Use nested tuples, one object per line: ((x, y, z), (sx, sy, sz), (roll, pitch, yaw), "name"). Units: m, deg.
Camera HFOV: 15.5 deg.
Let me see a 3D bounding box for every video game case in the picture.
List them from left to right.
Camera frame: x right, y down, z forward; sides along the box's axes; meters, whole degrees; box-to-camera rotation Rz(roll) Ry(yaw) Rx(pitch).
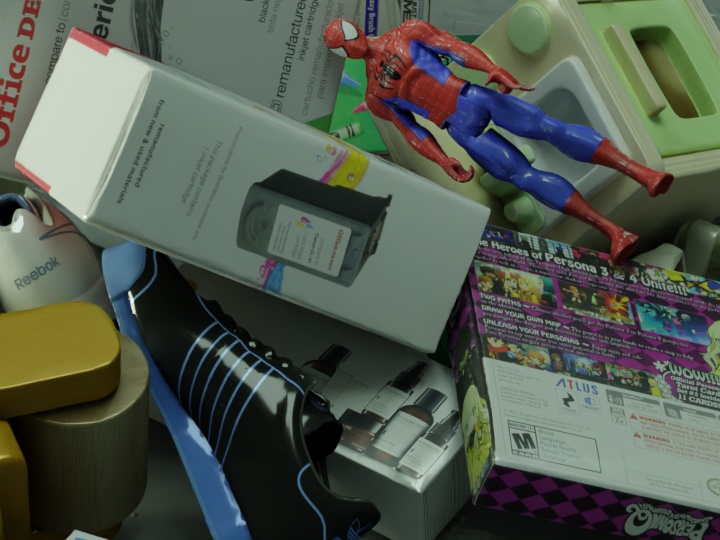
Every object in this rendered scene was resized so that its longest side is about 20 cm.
((0.141, 0.063, 1.333), (0.199, 0.036, 0.182), (13, 39, -17), "video game case")

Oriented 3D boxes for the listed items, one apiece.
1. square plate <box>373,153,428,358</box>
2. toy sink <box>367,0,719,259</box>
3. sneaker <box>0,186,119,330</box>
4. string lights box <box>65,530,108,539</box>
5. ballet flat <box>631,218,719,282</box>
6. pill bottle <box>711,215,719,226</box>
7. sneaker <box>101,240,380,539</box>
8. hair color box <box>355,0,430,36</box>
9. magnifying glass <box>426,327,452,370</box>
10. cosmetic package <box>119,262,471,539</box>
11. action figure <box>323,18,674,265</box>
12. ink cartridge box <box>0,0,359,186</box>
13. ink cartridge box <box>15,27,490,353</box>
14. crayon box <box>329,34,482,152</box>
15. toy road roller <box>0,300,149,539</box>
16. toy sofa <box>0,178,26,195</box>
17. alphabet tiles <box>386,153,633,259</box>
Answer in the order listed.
((0.000, 0.000, 1.499), (0.197, 0.029, 0.200), (-1, 37, 0), "square plate")
((0.125, -0.082, 1.477), (0.199, 0.112, 0.131), (-10, 66, -47), "toy sink")
((-0.168, -0.007, 1.412), (0.074, 0.087, 0.200), (-30, 10, -8), "sneaker")
((-0.130, 0.198, 1.138), (0.102, 0.059, 0.200), (14, 32, 21), "string lights box")
((0.181, 0.010, 1.483), (0.071, 0.072, 0.200), (22, 35, 30), "ballet flat")
((0.268, -0.098, 1.626), (0.199, 0.115, 0.114), (-23, 39, -37), "pill bottle")
((-0.059, 0.061, 1.296), (0.078, 0.070, 0.201), (-27, 68, 1), "sneaker")
((-0.056, -0.176, 1.738), (0.199, 0.110, 0.065), (-2, 29, -9), "hair color box")
((0.045, 0.025, 1.414), (0.079, 0.023, 0.200), (-9, 30, -40), "magnifying glass")
((-0.028, 0.064, 1.360), (0.199, 0.051, 0.083), (24, 48, 26), "cosmetic package")
((0.065, -0.079, 1.393), (0.199, 0.066, 0.052), (32, 20, 14), "action figure")
((-0.118, -0.106, 1.432), (0.199, 0.147, 0.084), (12, 3, -20), "ink cartridge box")
((-0.057, -0.041, 1.335), (0.199, 0.086, 0.148), (21, 3, -26), "ink cartridge box")
((-0.017, -0.107, 1.607), (0.199, 0.059, 0.119), (1, 11, 22), "crayon box")
((-0.182, 0.115, 1.225), (0.199, 0.123, 0.146), (-13, 46, -18), "toy road roller")
((-0.254, -0.094, 1.492), (0.082, 0.201, 0.098), (19, 40, 27), "toy sofa")
((0.063, -0.020, 1.564), (0.199, 0.015, 0.196), (6, 36, 6), "alphabet tiles")
